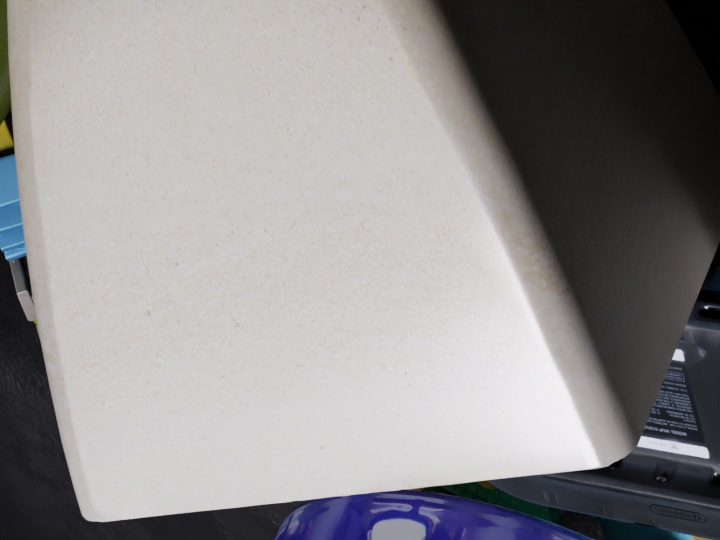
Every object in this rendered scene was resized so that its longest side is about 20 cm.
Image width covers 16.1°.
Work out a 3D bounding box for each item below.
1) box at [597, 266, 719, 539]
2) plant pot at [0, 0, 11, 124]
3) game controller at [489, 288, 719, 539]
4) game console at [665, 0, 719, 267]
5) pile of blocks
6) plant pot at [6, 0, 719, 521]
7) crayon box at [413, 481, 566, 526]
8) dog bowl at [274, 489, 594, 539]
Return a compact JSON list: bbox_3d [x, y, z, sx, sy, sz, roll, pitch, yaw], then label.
[{"bbox_3d":[0.139,0.083,1.053,0.049,0.082,0.200,14,142,38],"label":"box"},{"bbox_3d":[-0.221,-0.096,1.039,0.200,0.193,0.201,30,149,20],"label":"plant pot"},{"bbox_3d":[0.111,0.049,0.906,0.200,0.042,0.105,8,122,36],"label":"game controller"},{"bbox_3d":[0.047,-0.074,0.956,0.177,0.031,0.200,-7,129,25],"label":"game console"},{"bbox_3d":[-0.149,-0.031,1.254,0.200,0.062,0.082,75,176,-52],"label":"pile of blocks"},{"bbox_3d":[-0.004,-0.053,0.850,0.200,0.200,0.177,-8,117,26],"label":"plant pot"},{"bbox_3d":[0.043,0.087,1.127,0.058,0.119,0.200,30,152,-7],"label":"crayon box"},{"bbox_3d":[0.047,0.170,1.056,0.200,0.079,0.200,15,153,8],"label":"dog bowl"}]
